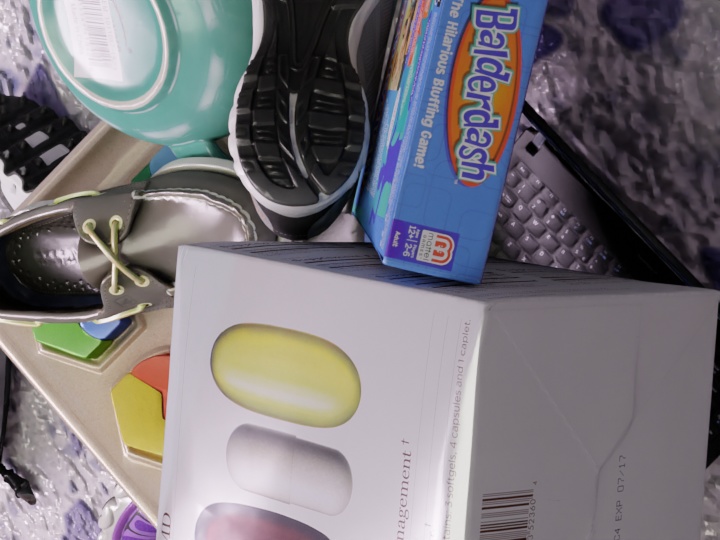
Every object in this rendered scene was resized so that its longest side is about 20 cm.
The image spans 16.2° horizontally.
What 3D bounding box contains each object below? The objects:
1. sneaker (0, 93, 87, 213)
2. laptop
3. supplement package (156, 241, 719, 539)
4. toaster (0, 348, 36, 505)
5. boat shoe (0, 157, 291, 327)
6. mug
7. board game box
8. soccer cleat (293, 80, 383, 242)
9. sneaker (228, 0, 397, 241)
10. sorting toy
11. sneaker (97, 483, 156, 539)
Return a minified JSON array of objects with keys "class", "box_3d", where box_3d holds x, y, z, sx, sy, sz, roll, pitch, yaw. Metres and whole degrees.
[{"class":"sneaker","box_3d":[-0.157,-0.014,1.415,0.200,0.066,0.091,41,132,13]},{"class":"laptop","box_3d":[0.102,0.024,1.182,0.177,0.103,0.200,47,131,11]},{"class":"supplement package","box_3d":[0.028,0.091,1.096,0.200,0.147,0.192,10,98,48]},{"class":"toaster","box_3d":[-0.303,0.052,1.543,0.200,0.119,0.181,28,130,26]},{"class":"boat shoe","box_3d":[-0.121,-0.008,1.260,0.201,0.060,0.072,-9,104,40]},{"class":"mug","box_3d":[-0.080,-0.127,1.249,0.185,0.114,0.152,48,135,10]},{"class":"board game box","box_3d":[0.039,-0.083,1.090,0.045,0.200,0.152,13,97,-6]},{"class":"soccer cleat","box_3d":[0.000,0.000,1.265,0.070,0.086,0.200,15,113,28]},{"class":"sneaker","box_3d":[-0.021,-0.107,1.176,0.074,0.201,0.079,11,156,3]},{"class":"sorting toy","box_3d":[-0.095,0.018,1.335,0.185,0.036,0.200,-45,82,10]},{"class":"sneaker","box_3d":[-0.081,0.125,1.413,0.083,0.081,0.200,50,135,15]}]
